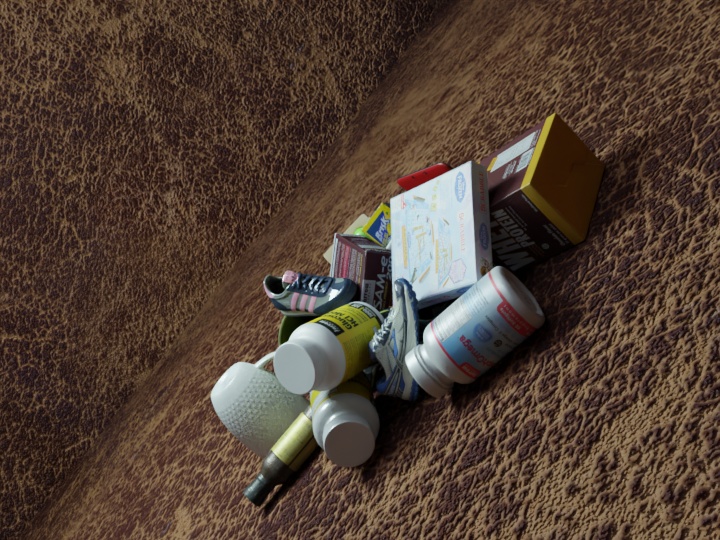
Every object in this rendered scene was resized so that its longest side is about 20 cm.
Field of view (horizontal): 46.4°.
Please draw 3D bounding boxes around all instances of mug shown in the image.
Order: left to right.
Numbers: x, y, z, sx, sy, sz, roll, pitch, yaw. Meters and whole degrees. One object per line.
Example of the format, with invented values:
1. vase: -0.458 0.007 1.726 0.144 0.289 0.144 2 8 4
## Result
1. mug: -0.186 0.251 1.667 0.200 0.175 0.148 -49 16 -3

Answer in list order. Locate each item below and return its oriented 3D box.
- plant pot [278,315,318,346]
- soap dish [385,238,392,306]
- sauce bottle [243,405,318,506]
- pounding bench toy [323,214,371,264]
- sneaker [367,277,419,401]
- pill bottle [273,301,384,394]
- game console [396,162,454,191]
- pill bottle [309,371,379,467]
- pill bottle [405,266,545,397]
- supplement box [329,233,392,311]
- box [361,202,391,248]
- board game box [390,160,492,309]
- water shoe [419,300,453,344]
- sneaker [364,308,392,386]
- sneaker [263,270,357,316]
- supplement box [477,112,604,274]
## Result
1. plant pot: -0.053 0.112 1.683 0.187 0.187 0.200 -44 5 14
2. soap dish: 0.101 -0.031 1.581 0.157 0.081 0.200 -46 -9 -38
3. sauce bottle: -0.135 0.339 1.530 0.200 0.065 0.065 -48 16 -6
4. pounding bench toy: 0.039 -0.060 1.815 0.200 0.124 0.156 -46 -6 5
5. sneaker: 0.052 0.112 1.332 0.085 0.201 0.077 0 11 6
6. pill bottle: -0.047 0.128 1.370 0.112 0.113 0.200 -36 -7 36
7. game console: 0.202 -0.184 1.694 0.172 0.119 0.200 -31 9 -24
8. pill bottle: -0.027 0.240 1.396 0.111 0.111 0.200 -45 17 9
9. pill bottle: 0.165 0.095 1.239 0.200 0.109 0.109 -43 16 18
10. supplement box: 0.000 0.000 1.548 0.200 0.060 0.110 -143 59 -69
11. box: 0.065 -0.089 1.654 0.070 0.064 0.200 -53 -8 11
12. board game box: 0.128 -0.050 1.367 0.199 0.041 0.201 -20 64 49
13. water shoe: 0.111 0.082 1.462 0.200 0.079 0.072 -25 27 54
14. sneaker: 0.022 0.138 1.513 0.201 0.074 0.081 -60 -2 35
15. sneaker: -0.097 0.034 1.504 0.199 0.082 0.070 -12 40 41
16. supplement box: 0.274 -0.117 1.406 0.200 0.133 0.198 -31 23 45
